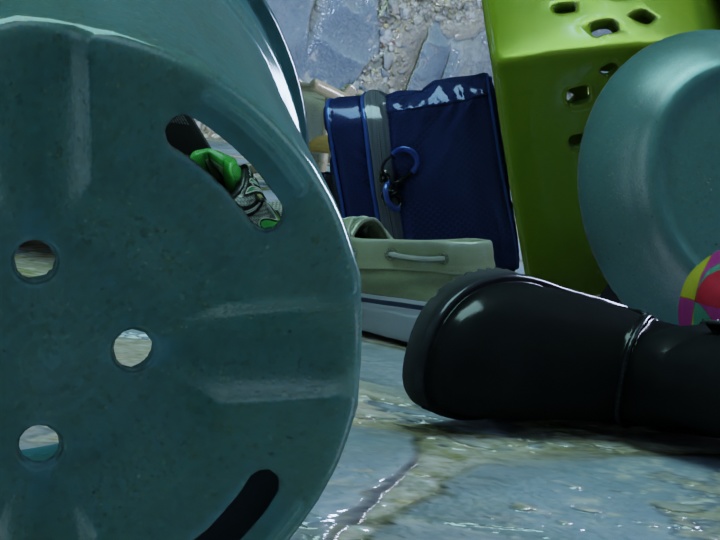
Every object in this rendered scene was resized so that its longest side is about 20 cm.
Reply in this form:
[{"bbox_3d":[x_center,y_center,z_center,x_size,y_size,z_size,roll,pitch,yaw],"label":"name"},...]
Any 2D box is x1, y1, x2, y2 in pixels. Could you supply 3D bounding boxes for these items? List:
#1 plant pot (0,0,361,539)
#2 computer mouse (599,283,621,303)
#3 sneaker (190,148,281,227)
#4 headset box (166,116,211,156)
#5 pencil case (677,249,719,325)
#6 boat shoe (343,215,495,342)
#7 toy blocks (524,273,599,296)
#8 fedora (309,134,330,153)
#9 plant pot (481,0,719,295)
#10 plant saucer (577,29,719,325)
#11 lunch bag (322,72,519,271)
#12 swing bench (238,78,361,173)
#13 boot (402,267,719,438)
[{"bbox_3d":[-0.091,-0.006,0.505,0.199,0.201,0.196,5,13,-15],"label":"plant pot"},{"bbox_3d":[0.151,0.032,1.145,0.200,0.034,0.059,-7,30,-46],"label":"computer mouse"},{"bbox_3d":[-0.075,-0.032,1.214,0.078,0.086,0.200,9,6,22],"label":"sneaker"},{"bbox_3d":[-0.161,-0.103,1.323,0.075,0.149,0.200,-31,-4,-4],"label":"headset box"},{"bbox_3d":[0.233,0.035,0.918,0.088,0.089,0.200,4,6,-20],"label":"pencil case"},{"bbox_3d":[0.000,0.000,1.087,0.199,0.062,0.072,10,7,37],"label":"boat shoe"},{"bbox_3d":[0.201,-0.050,1.426,0.199,0.137,0.100,2,8,-35],"label":"toy blocks"},{"bbox_3d":[0.041,-0.062,1.643,0.200,0.082,0.201,11,3,-1],"label":"fedora"},{"bbox_3d":[0.178,-0.120,1.254,0.181,0.201,0.199,-9,37,6],"label":"plant pot"},{"bbox_3d":[0.221,-0.046,1.092,0.199,0.201,0.036,4,-13,-20],"label":"plant saucer"},{"bbox_3d":[0.034,-0.057,1.297,0.132,0.137,0.200,-9,2,6],"label":"lunch bag"},{"bbox_3d":[-0.016,-0.152,2.219,0.199,0.130,0.199,4,6,-29],"label":"swing bench"},{"bbox_3d":[0.141,0.051,0.787,0.200,0.066,0.164,17,13,41],"label":"boot"}]
